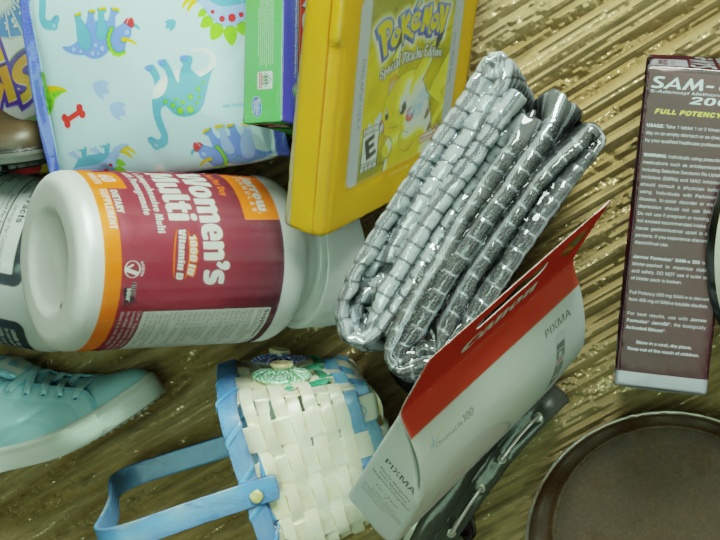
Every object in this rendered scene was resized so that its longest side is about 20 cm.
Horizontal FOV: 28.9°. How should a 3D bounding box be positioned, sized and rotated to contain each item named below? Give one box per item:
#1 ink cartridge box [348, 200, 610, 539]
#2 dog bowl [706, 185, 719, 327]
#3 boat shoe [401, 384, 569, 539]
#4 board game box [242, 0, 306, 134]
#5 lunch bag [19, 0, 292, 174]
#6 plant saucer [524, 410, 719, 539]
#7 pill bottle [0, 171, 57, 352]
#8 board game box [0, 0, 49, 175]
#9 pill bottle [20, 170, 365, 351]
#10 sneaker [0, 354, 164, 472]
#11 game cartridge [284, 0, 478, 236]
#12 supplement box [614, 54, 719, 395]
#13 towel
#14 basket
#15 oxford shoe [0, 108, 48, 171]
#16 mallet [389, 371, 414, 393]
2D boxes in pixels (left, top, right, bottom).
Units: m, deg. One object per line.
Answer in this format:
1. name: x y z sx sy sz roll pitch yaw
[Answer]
1. ink cartridge box: 0.080 0.066 0.827 0.057 0.162 0.200 46 150 8
2. dog bowl: 0.310 -0.015 0.845 0.199 0.074 0.201 -7 106 -24
3. boat shoe: 0.078 0.156 0.980 0.057 0.067 0.200 28 102 8
4. board game box: -0.025 -0.182 0.869 0.029 0.134 0.201 0 88 27
5. lunch bag: -0.127 -0.165 0.918 0.169 0.127 0.201 -8 101 12
6. plant saucer: 0.216 0.190 0.979 0.199 0.034 0.201 2 102 9
7. pill bottle: -0.240 -0.007 0.977 0.199 0.120 0.120 11 104 8
8. board game box: -0.263 -0.165 0.997 0.095 0.030 0.201 -4 103 12
9. pill bottle: -0.103 -0.007 0.884 0.199 0.109 0.110 -2 106 -33
10. sneaker: -0.244 0.096 1.023 0.199 0.074 0.082 -19 101 13
11. game cartridge: 0.022 -0.138 0.856 0.032 0.176 0.201 21 118 25
12. supplement box: 0.202 -0.033 0.896 0.061 0.109 0.201 5 104 11
13. towel: 0.071 -0.022 0.874 0.085 0.166 0.200 33 90 10
14. basket: -0.079 0.132 0.953 0.199 0.176 0.140 -21 99 -5
15. oxford shoe: -0.288 -0.114 0.951 0.199 0.073 0.085 17 109 27
16. mallet: 0.000 0.000 0.980 0.066 0.041 0.200 -43 87 15
